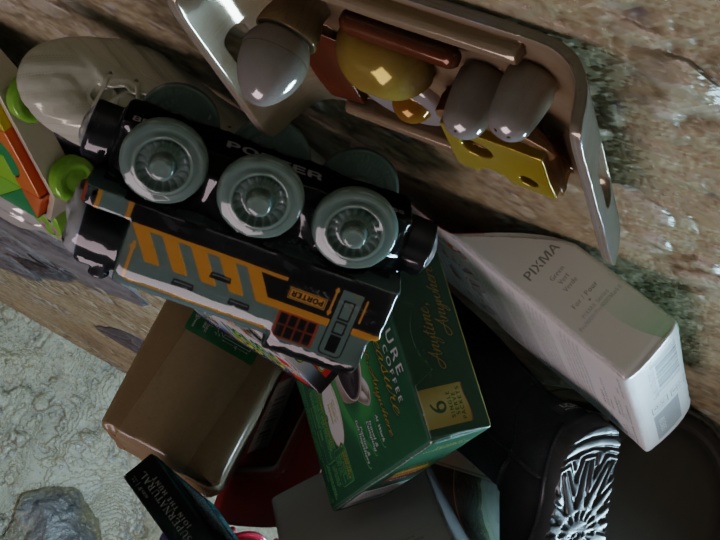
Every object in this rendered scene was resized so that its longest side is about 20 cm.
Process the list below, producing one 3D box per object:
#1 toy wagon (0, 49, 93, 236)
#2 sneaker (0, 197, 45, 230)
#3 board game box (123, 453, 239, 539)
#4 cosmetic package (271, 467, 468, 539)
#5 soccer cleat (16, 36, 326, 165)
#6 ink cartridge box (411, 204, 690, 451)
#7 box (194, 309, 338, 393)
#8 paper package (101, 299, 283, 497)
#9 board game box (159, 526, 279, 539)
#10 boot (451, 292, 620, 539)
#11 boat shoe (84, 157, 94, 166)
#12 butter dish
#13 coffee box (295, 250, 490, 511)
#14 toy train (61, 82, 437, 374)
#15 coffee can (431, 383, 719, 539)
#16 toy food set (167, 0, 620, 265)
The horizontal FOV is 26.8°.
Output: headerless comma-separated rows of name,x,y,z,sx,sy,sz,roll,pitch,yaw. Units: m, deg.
toy wagon,-0.247,-0.091,1.070,0.155,0.040,0.200,26,147,45
sneaker,-0.234,-0.069,1.248,0.199,0.075,0.089,21,155,6
board game box,-0.081,0.227,1.055,0.200,0.028,0.135,49,175,28
cosmetic package,0.040,0.254,1.037,0.200,0.123,0.200,63,-177,-21
soccer cleat,-0.105,-0.079,0.871,0.199,0.070,0.078,24,-165,-8
ink cartridge box,0.106,0.013,0.907,0.200,0.050,0.161,43,175,25
box,-0.088,0.008,0.966,0.110,0.035,0.200,47,169,-26
paper package,-0.109,0.065,1.176,0.103,0.201,0.191,28,168,0
board game box,-0.063,0.247,1.195,0.200,0.039,0.158,34,-169,4
boot,0.081,0.126,1.015,0.065,0.165,0.200,0,-156,-36
boat shoe,-0.154,-0.062,1.087,0.075,0.062,0.200,36,164,-27
butter dish,-0.007,0.146,1.254,0.148,0.201,0.199,32,161,-18
coffee box,0.012,0.070,0.941,0.044,0.123,0.200,-10,163,-21
toy train,-0.062,-0.021,0.810,0.199,0.114,0.085,19,-156,-9
coffee can,0.157,0.160,1.112,0.146,0.147,0.200,34,167,-25
toy food set,0.021,-0.067,0.681,0.199,0.061,0.144,23,167,23
